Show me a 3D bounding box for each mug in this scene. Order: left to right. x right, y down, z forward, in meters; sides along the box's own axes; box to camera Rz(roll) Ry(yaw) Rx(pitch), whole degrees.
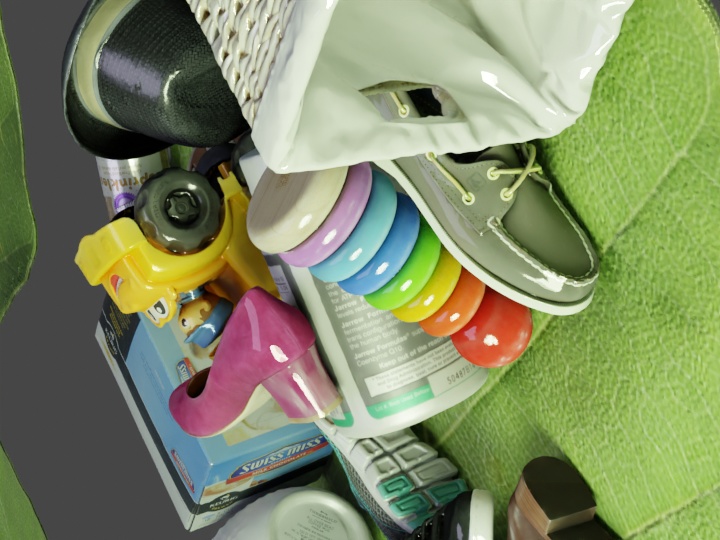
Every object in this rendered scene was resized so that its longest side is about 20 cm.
[{"bbox_3d":[-0.040,0.274,1.533,0.200,0.148,0.176,36,140,5],"label":"mug"}]

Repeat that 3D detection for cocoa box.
[{"bbox_3d":[-0.118,0.086,1.550,0.201,0.133,0.131,61,153,22],"label":"cocoa box"}]

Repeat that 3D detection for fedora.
[{"bbox_3d":[-0.119,-0.145,1.347,0.091,0.200,0.201,34,139,29],"label":"fedora"}]

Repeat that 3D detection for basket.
[{"bbox_3d":[0.028,-0.178,0.969,0.161,0.197,0.201,60,145,33],"label":"basket"}]

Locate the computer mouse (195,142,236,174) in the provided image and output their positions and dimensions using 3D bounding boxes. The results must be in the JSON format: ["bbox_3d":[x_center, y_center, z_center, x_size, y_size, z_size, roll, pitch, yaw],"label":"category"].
[{"bbox_3d":[-0.089,-0.007,1.441,0.034,0.058,0.201,49,-157,-72],"label":"computer mouse"}]

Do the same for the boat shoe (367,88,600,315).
[{"bbox_3d":[0.069,-0.059,1.102,0.202,0.072,0.060,46,138,12],"label":"boat shoe"}]

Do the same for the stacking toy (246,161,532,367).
[{"bbox_3d":[0.029,-0.005,1.155,0.199,0.086,0.085,33,171,-26],"label":"stacking toy"}]

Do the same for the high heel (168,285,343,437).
[{"bbox_3d":[-0.092,0.059,1.254,0.096,0.067,0.200,59,154,-14],"label":"high heel"}]

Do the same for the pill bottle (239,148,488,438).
[{"bbox_3d":[0.000,0.000,1.241,0.113,0.113,0.201,-4,110,65],"label":"pill bottle"}]

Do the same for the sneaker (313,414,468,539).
[{"bbox_3d":[0.006,0.136,1.401,0.201,0.077,0.091,59,156,31],"label":"sneaker"}]

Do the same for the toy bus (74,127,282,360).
[{"bbox_3d":[-0.080,0.008,1.353,0.193,0.199,0.136,63,155,1],"label":"toy bus"}]

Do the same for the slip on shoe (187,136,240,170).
[{"bbox_3d":[-0.082,-0.019,1.493,0.201,0.076,0.061,65,-174,18],"label":"slip on shoe"}]

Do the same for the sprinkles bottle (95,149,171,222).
[{"bbox_3d":[-0.201,-0.070,1.699,0.068,0.068,0.201,22,126,59],"label":"sprinkles bottle"}]

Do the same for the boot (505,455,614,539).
[{"bbox_3d":[0.131,0.249,1.217,0.201,0.064,0.187,104,154,-44],"label":"boot"}]

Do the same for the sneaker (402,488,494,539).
[{"bbox_3d":[0.029,0.210,1.290,0.200,0.111,0.073,99,179,-56],"label":"sneaker"}]
